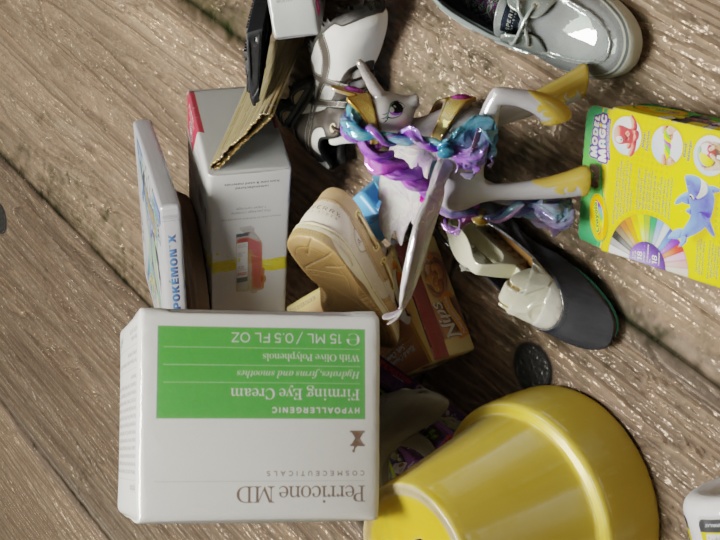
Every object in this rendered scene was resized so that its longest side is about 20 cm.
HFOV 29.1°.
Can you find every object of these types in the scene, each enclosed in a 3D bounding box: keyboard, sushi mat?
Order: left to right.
[{"bbox_3d":[-0.094,-0.246,1.298,0.200,0.021,0.128,-91,6,-62],"label":"keyboard"},{"bbox_3d":[-0.091,-0.178,1.323,0.012,0.200,0.096,37,128,-18],"label":"sushi mat"}]

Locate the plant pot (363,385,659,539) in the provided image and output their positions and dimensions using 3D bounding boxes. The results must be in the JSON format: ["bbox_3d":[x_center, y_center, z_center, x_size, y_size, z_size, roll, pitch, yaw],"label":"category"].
[{"bbox_3d":[0.114,0.214,1.160,0.200,0.188,0.202,17,113,47],"label":"plant pot"}]

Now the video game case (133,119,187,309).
[{"bbox_3d":[-0.198,-0.027,1.374,0.200,0.022,0.183,-119,25,-57],"label":"video game case"}]

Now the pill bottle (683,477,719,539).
[{"bbox_3d":[0.306,0.246,0.988,0.112,0.112,0.201,-15,89,52],"label":"pill bottle"}]

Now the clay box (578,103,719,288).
[{"bbox_3d":[0.249,-0.055,1.024,0.200,0.047,0.115,23,117,48],"label":"clay box"}]

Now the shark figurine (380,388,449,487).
[{"bbox_3d":[0.015,0.189,1.280,0.128,0.090,0.215,17,134,22],"label":"shark figurine"}]

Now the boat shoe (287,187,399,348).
[{"bbox_3d":[0.000,0.000,1.207,0.073,0.069,0.200,15,156,24],"label":"boat shoe"}]

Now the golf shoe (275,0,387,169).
[{"bbox_3d":[-0.009,-0.173,1.300,0.095,0.078,0.200,59,150,17],"label":"golf shoe"}]

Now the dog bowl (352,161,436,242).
[{"bbox_3d":[0.037,-0.074,1.241,0.050,0.111,0.200,49,139,-2],"label":"dog bowl"}]

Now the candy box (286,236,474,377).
[{"bbox_3d":[0.015,0.055,1.345,0.200,0.055,0.116,-30,77,51],"label":"candy box"}]

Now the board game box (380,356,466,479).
[{"bbox_3d":[0.017,0.168,1.342,0.120,0.032,0.200,39,139,3],"label":"board game box"}]

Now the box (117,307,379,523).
[{"bbox_3d":[-0.100,0.125,1.172,0.200,0.198,0.172,153,118,-75],"label":"box"}]

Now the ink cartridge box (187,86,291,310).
[{"bbox_3d":[-0.125,-0.063,1.400,0.145,0.083,0.201,-110,19,-46],"label":"ink cartridge box"}]

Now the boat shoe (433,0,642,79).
[{"bbox_3d":[0.131,-0.201,1.109,0.201,0.071,0.070,33,124,40],"label":"boat shoe"}]

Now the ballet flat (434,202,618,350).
[{"bbox_3d":[0.130,0.003,1.175,0.200,0.073,0.073,47,134,32],"label":"ballet flat"}]

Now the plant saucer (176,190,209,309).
[{"bbox_3d":[-0.183,0.007,1.439,0.200,0.029,0.201,172,90,-77],"label":"plant saucer"}]

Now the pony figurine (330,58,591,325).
[{"bbox_3d":[0.073,-0.073,1.079,0.167,0.199,0.194,-103,14,-57],"label":"pony figurine"}]

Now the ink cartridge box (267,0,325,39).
[{"bbox_3d":[-0.065,-0.312,1.236,0.200,0.043,0.174,-89,-9,-69],"label":"ink cartridge box"}]
